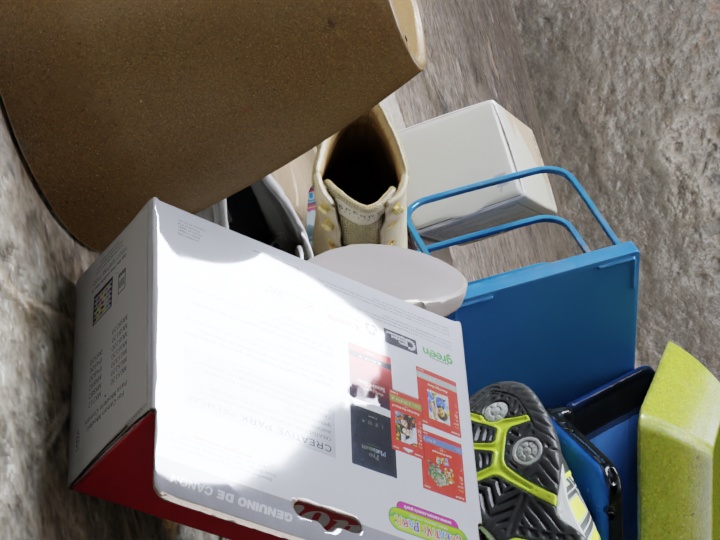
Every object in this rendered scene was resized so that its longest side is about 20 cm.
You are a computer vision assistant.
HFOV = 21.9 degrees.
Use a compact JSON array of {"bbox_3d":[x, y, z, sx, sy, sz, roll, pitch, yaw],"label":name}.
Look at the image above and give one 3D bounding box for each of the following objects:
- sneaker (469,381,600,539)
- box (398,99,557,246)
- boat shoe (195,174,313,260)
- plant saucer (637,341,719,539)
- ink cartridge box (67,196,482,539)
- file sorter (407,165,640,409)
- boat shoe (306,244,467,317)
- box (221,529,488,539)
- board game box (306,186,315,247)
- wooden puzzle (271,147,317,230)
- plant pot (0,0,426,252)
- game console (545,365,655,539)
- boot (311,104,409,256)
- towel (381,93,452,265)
[{"bbox_3d":[0.107,0.160,1.149,0.076,0.075,0.201,58,13,-52],"label":"sneaker"},{"bbox_3d":[0.089,-0.072,1.447,0.200,0.095,0.078,12,60,-78],"label":"box"},{"bbox_3d":[-0.058,-0.002,1.150,0.066,0.072,0.201,23,-37,45],"label":"boat shoe"},{"bbox_3d":[0.229,0.169,1.300,0.200,0.048,0.201,-40,130,-71],"label":"plant saucer"},{"bbox_3d":[-0.042,0.084,0.939,0.199,0.084,0.176,23,43,-28],"label":"ink cartridge box"},{"bbox_3d":[0.109,0.044,1.333,0.123,0.138,0.201,-118,-163,-46],"label":"file sorter"},{"bbox_3d":[-0.022,0.046,1.121,0.199,0.075,0.093,-10,128,-43],"label":"boat shoe"},{"bbox_3d":[0.015,0.177,1.127,0.176,0.097,0.200,50,17,-10],"label":"box"},{"bbox_3d":[-0.011,-0.011,1.444,0.148,0.064,0.201,59,19,-51],"label":"board game box"},{"bbox_3d":[-0.084,-0.071,1.251,0.200,0.046,0.186,-82,154,-49],"label":"wooden puzzle"},{"bbox_3d":[-0.071,-0.124,1.004,0.186,0.199,0.187,-15,90,-78],"label":"plant pot"},{"bbox_3d":[0.184,0.188,1.258,0.171,0.118,0.201,-136,-141,-67],"label":"game console"},{"bbox_3d":[0.000,0.000,1.249,0.156,0.072,0.201,93,0,-66],"label":"boot"},{"bbox_3d":[0.026,-0.066,1.453,0.133,0.034,0.201,-73,145,-70],"label":"towel"}]
